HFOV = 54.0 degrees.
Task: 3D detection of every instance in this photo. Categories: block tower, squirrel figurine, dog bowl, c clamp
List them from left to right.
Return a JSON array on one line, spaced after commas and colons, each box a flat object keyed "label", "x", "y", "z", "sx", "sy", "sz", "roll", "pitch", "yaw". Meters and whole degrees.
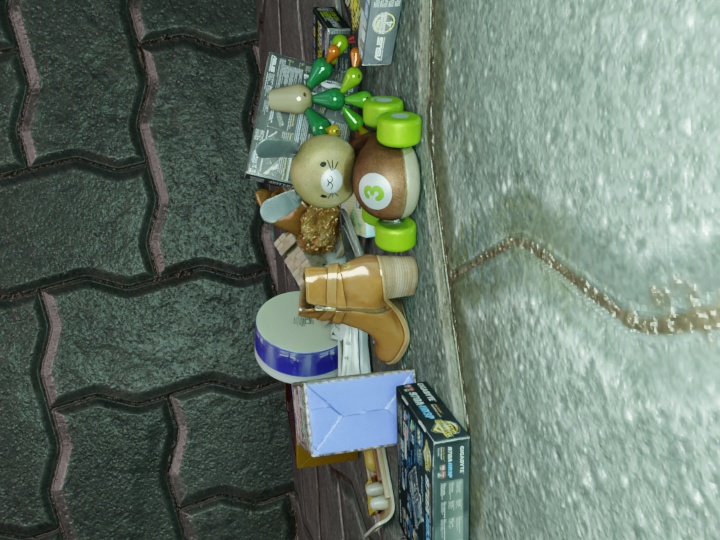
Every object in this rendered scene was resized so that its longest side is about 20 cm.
[{"label": "dog bowl", "x": -0.112, "y": 0.130, "z": 1.403, "sx": 0.201, "sy": 0.195, "sz": 0.080, "roll": -110, "pitch": 21, "yaw": -53}, {"label": "block tower", "x": -0.088, "y": 0.012, "z": 1.362, "sx": 0.054, "sy": 0.057, "sz": 0.202, "roll": -40, "pitch": 78, "yaw": 35}, {"label": "squirrel figurine", "x": -0.078, "y": -0.136, "z": 1.294, "sx": 0.187, "sy": 0.139, "sz": 0.203, "roll": -46, "pitch": 62, "yaw": 47}, {"label": "c clamp", "x": 0.000, "y": 0.000, "z": 1.151, "sx": 0.201, "sy": 0.027, "sz": 0.173, "roll": 82, "pitch": 170, "yaw": -59}]

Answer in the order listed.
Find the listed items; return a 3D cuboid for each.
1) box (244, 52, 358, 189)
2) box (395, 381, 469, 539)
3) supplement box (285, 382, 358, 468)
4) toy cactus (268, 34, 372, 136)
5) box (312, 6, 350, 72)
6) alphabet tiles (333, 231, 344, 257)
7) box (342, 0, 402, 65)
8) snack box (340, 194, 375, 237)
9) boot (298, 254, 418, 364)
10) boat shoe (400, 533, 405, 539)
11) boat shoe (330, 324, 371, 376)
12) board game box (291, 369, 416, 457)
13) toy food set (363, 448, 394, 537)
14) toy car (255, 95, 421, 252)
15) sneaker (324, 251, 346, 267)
[{"label": "box", "x": -0.095, "y": -0.235, "z": 1.154, "sx": 0.050, "sy": 0.154, "sz": 0.205, "roll": 171, "pitch": 109, "yaw": -77}, {"label": "box", "x": 0.084, "y": 0.259, "z": 0.854, "sx": 0.159, "sy": 0.045, "sz": 0.205, "roll": -134, "pitch": 41, "yaw": -72}, {"label": "supplement box", "x": -0.085, "y": 0.263, "z": 1.487, "sx": 0.201, "sy": 0.130, "sz": 0.201, "roll": -112, "pitch": 20, "yaw": -54}, {"label": "toy cactus", "x": -0.059, "y": -0.270, "z": 1.102, "sx": 0.102, "sy": 0.161, "sz": 0.205, "roll": -21, "pitch": -68, "yaw": -81}, {"label": "box", "x": -0.056, "y": -0.365, "z": 1.306, "sx": 0.161, "sy": 0.043, "sz": 0.204, "roll": -110, "pitch": 19, "yaw": -55}, {"label": "alphabet tiles", "x": -0.046, "y": -0.135, "z": 1.367, "sx": 0.196, "sy": 0.014, "sz": 0.204, "roll": 126, "pitch": 138, "yaw": -63}, {"label": "box", "x": 0.018, "y": -0.398, "z": 0.910, "sx": 0.202, "sy": 0.048, "sz": 0.164, "roll": 101, "pitch": 158, "yaw": -53}, {"label": "snack box", "x": 0.000, "y": -0.120, "z": 1.142, "sx": 0.200, "sy": 0.036, "sz": 0.119, "roll": -148, "pitch": 53, "yaw": -76}, {"label": "boot", "x": -0.008, "y": 0.061, "z": 0.962, "sx": 0.202, "sy": 0.152, "sz": 0.078, "roll": 98, "pitch": 162, "yaw": -49}, {"label": "boat shoe", "x": 0.072, "y": 0.393, "z": 0.926, "sx": 0.200, "sy": 0.061, "sz": 0.074, "roll": 179, "pitch": 86, "yaw": -79}, {"label": "boat shoe", "x": -0.022, "y": 0.114, "z": 1.277, "sx": 0.074, "sy": 0.065, "sz": 0.205, "roll": 123, "pitch": 141, "yaw": -71}, {"label": "board game box", "x": -0.013, "y": 0.204, "z": 1.035, "sx": 0.200, "sy": 0.156, "sz": 0.099, "roll": 138, "pitch": 126, "yaw": -77}, {"label": "toy food set", "x": 0.007, "y": 0.356, "z": 1.245, "sx": 0.144, "sy": 0.059, "sz": 0.204, "roll": 107, "pitch": 156, "yaw": -61}, {"label": "toy car", "x": -0.032, "y": -0.120, "z": 0.896, "sx": 0.158, "sy": 0.195, "sz": 0.168, "roll": -116, "pitch": 24, "yaw": -61}, {"label": "sneaker", "x": -0.080, "y": -0.039, "z": 1.479, "sx": 0.201, "sy": 0.078, "sz": 0.072, "roll": -114, "pitch": 20, "yaw": -63}]
